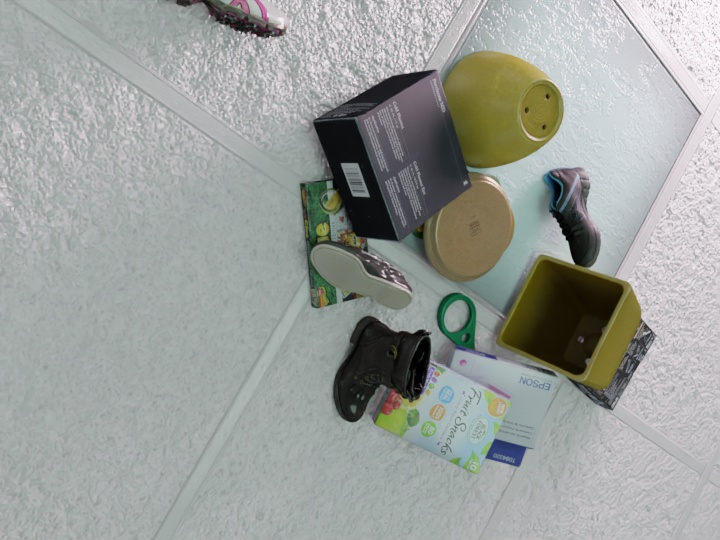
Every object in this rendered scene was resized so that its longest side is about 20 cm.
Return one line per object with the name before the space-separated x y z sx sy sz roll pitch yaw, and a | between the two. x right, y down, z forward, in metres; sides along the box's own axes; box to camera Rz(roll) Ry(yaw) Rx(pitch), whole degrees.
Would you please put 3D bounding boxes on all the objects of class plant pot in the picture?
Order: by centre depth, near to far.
plant pot | 0.251 -0.264 1.154 0.200 0.142 0.201 -8 107 -30
plant pot | 0.419 0.114 1.327 0.200 0.194 0.196 31 85 -46

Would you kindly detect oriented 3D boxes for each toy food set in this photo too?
toy food set | 0.187 -0.079 1.216 0.200 0.049 0.198 -42 119 -16

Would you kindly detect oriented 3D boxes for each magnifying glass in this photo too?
magnifying glass | 0.195 0.130 1.289 0.080 0.022 0.200 -32 114 -21

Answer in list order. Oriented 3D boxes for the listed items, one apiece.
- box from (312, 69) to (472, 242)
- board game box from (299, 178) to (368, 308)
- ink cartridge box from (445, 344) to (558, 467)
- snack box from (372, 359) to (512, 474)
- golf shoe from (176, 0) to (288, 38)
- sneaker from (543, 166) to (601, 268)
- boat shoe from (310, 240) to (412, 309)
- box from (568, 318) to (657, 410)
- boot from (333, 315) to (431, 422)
box | 0.054 -0.175 1.062 0.182 0.104 0.200 -36 118 -31
board game box | -0.037 -0.046 1.104 0.105 0.023 0.200 -13 108 -26
ink cartridge box | 0.235 0.255 1.268 0.196 0.043 0.200 14 99 -3
snack box | 0.141 0.243 1.209 0.200 0.053 0.142 27 90 -4
golf shoe | -0.177 -0.373 0.909 0.200 0.073 0.092 17 91 -33
sneaker | 0.391 -0.097 1.305 0.082 0.073 0.200 -1 73 -22
boat shoe | 0.000 0.000 1.100 0.200 0.057 0.067 30 121 -30
box | 0.534 0.177 1.487 0.158 0.050 0.200 39 81 -32
boot | 0.036 0.172 1.109 0.069 0.174 0.200 10 96 -33
